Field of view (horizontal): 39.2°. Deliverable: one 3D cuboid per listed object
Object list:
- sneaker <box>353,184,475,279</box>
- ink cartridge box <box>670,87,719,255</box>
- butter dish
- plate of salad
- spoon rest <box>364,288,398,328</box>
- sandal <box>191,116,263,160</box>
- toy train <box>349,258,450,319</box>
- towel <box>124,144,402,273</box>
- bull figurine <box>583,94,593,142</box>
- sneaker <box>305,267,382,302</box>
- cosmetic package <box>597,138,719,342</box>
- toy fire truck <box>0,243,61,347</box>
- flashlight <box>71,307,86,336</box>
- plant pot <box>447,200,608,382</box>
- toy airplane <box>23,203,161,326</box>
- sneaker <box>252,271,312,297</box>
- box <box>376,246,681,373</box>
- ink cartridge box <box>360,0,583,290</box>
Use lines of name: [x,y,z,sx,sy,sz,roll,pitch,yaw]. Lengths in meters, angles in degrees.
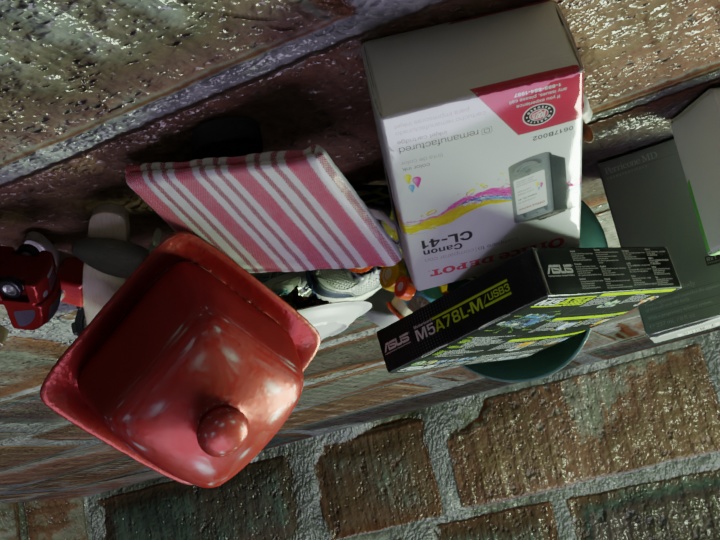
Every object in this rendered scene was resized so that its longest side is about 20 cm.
sneaker: [0.060,-0.029,0.983,0.198,0.077,0.075,17,-153,13]
ink cartridge box: [0.427,-0.106,0.994,0.198,0.147,0.084,-7,165,-16]
butter dish: [-0.134,0.105,0.864,0.200,0.148,0.200,-49,123,1]
plate of salad: [-0.086,0.053,1.042,0.198,0.048,0.200,-15,169,-3]
spoon rest: [0.009,0.044,1.331,0.198,0.061,0.099,-5,-164,29]
sandal: [-0.116,-0.072,0.879,0.075,0.043,0.200,-11,165,-5]
toy train: [0.000,0.000,1.001,0.056,0.199,0.150,-57,165,20]
towel: [-0.079,-0.049,0.831,0.198,0.030,0.146,-2,148,30]
bull figurine: [0.116,-0.107,0.902,0.120,0.066,0.200,-1,160,-24]
sneaker: [0.029,-0.019,1.167,0.199,0.078,0.085,-15,165,-29]
cosmetic package: [0.336,-0.032,1.096,0.106,0.202,0.090,-19,166,18]
toy fire truck: [-0.362,0.036,0.917,0.198,0.049,0.142,5,135,5]
flashlight: [-0.279,0.071,1.263,0.067,0.068,0.200,-20,169,13]
plant pot: [0.176,-0.006,1.084,0.200,0.202,0.161,-22,-172,35]
toy airplane: [-0.234,0.030,0.970,0.198,0.142,0.200,-29,143,21]
sneaker: [-0.092,0.013,1.197,0.199,0.086,0.078,-21,135,-49]
box: [0.147,0.035,0.887,0.199,0.048,0.193,-2,157,-42]
ink cartridge box: [0.090,-0.089,0.770,0.146,0.086,0.201,-14,140,2]
